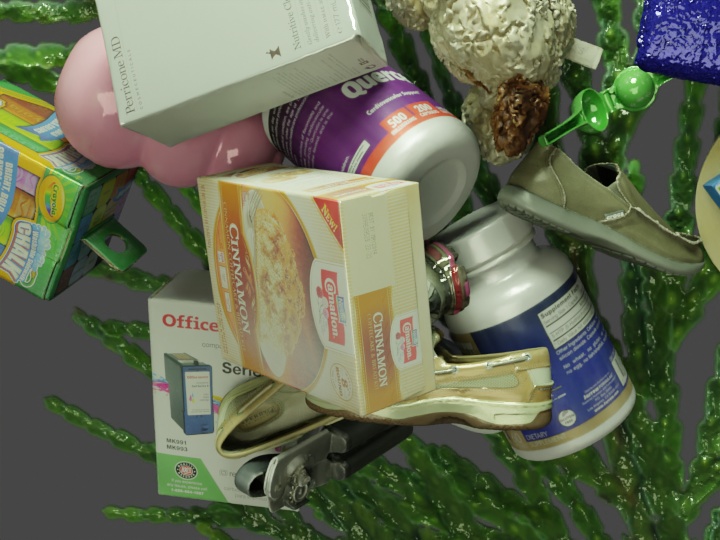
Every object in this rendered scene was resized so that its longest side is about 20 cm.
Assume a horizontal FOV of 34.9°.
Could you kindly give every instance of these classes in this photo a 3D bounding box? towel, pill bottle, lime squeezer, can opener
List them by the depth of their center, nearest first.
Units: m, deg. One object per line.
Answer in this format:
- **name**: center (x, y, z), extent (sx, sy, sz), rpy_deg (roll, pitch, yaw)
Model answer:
- **towel**: center (0.315, -0.209, 0.857), extent (0.198, 0.050, 0.149), rpy_deg (10, 88, 10)
- **lime squeezer**: center (0.212, -0.144, 0.918), extent (0.199, 0.071, 0.038), rpy_deg (-27, 80, -15)
- **pill bottle**: center (-0.004, -0.116, 0.926), extent (0.200, 0.112, 0.113), rpy_deg (43, 117, 32)
- **pill bottle**: center (0.140, 0.047, 0.973), extent (0.119, 0.120, 0.201), rpy_deg (-25, 100, 20)
- **can opener**: center (-0.030, 0.153, 1.021), extent (0.066, 0.199, 0.054), rpy_deg (17, 114, 32)

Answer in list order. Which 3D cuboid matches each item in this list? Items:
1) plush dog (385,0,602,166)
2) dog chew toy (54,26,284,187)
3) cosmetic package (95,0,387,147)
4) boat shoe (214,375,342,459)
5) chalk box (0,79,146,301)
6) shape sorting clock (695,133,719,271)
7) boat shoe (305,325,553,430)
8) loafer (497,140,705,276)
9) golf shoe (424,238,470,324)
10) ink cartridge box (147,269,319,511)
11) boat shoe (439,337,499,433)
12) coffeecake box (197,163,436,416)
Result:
- **plush dog**: center (0.109, -0.185, 0.873), extent (0.160, 0.172, 0.201), rpy_deg (-29, 99, 21)
- **dog chew toy**: center (-0.160, -0.130, 0.994), extent (0.198, 0.125, 0.125), rpy_deg (24, 113, -4)
- **cosmetic package**: center (-0.091, -0.182, 0.868), extent (0.198, 0.081, 0.114), rpy_deg (-19, 79, 15)
- **boat shoe**: center (-0.034, 0.101, 0.975), extent (0.199, 0.063, 0.074), rpy_deg (-24, 107, 7)
- **chalk box**: center (-0.287, -0.066, 1.042), extent (0.199, 0.125, 0.125), rpy_deg (27, 113, 3)
- **shape sorting clock**: center (0.373, -0.055, 0.923), extent (0.198, 0.039, 0.202), rpy_deg (6, 114, 13)
- **boat shoe**: center (0.054, 0.082, 0.916), extent (0.198, 0.072, 0.077), rpy_deg (1, 97, 4)
- **loafer**: center (0.206, -0.050, 0.922), extent (0.198, 0.075, 0.070), rpy_deg (20, 92, -27)
- **golf shoe**: center (0.000, 0.000, 0.957), extent (0.199, 0.091, 0.073), rpy_deg (19, 125, 56)
- **ink cartridge box**: center (-0.115, 0.110, 1.070), extent (0.144, 0.088, 0.202), rpy_deg (5, 107, 11)
- **boat shoe**: center (0.053, 0.092, 1.036), extent (0.199, 0.067, 0.074), rpy_deg (35, 114, -4)
- **coffeecake box**: center (-0.037, 0.006, 0.865), extent (0.199, 0.073, 0.155), rpy_deg (13, 113, 53)
